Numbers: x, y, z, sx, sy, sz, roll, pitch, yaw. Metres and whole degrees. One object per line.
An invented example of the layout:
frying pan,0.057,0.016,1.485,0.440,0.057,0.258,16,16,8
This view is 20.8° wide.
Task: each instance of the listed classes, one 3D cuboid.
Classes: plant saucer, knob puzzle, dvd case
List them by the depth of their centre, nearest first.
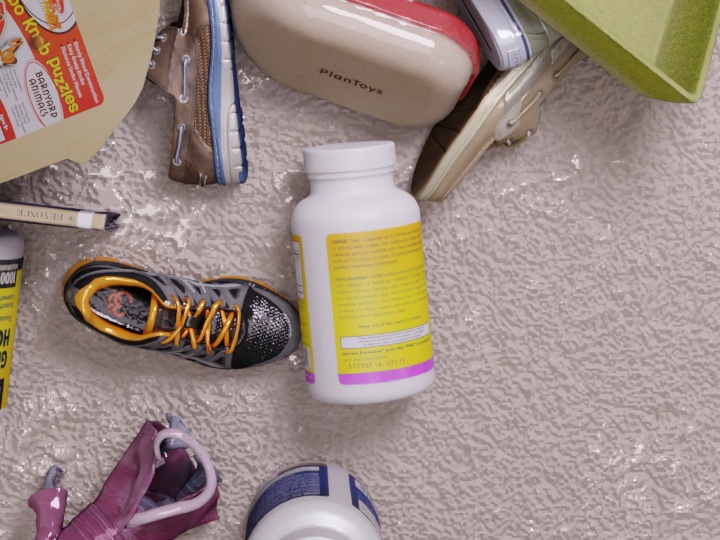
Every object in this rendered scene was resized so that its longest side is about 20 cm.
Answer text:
knob puzzle,-0.243,-0.173,1.462,0.220,0.030,0.220,-3,97,-25
plant saucer,0.187,-0.230,1.511,0.200,0.200,0.048,36,133,-12
dvd case,-0.291,-0.049,1.521,0.200,0.149,0.016,6,91,-3

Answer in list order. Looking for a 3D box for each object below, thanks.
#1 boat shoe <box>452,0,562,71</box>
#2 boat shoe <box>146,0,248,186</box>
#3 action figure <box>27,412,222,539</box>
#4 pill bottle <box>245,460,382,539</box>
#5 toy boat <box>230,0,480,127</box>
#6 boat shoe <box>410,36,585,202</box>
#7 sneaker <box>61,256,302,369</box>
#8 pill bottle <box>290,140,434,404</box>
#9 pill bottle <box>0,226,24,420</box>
boat shoe,0.092,-0.247,1.534,0.062,0.072,0.200,-25,76,-10
boat shoe,-0.135,-0.163,1.550,0.072,0.072,0.200,-6,98,0
action figure,-0.197,0.216,1.568,0.200,0.149,0.134,-39,103,-11
pill bottle,-0.036,0.223,1.540,0.111,0.200,0.111,0,97,-2
toy boat,0.002,-0.206,1.540,0.200,0.131,0.131,19,66,-5
boat shoe,0.117,-0.129,1.566,0.065,0.072,0.200,36,89,-18
sneaker,-0.143,0.039,1.575,0.200,0.077,0.078,9,95,-5
pill bottle,0.000,0.000,1.561,0.104,0.104,0.200,-5,98,-1
pill bottle,-0.331,0.063,1.552,0.112,0.112,0.200,7,97,-3
